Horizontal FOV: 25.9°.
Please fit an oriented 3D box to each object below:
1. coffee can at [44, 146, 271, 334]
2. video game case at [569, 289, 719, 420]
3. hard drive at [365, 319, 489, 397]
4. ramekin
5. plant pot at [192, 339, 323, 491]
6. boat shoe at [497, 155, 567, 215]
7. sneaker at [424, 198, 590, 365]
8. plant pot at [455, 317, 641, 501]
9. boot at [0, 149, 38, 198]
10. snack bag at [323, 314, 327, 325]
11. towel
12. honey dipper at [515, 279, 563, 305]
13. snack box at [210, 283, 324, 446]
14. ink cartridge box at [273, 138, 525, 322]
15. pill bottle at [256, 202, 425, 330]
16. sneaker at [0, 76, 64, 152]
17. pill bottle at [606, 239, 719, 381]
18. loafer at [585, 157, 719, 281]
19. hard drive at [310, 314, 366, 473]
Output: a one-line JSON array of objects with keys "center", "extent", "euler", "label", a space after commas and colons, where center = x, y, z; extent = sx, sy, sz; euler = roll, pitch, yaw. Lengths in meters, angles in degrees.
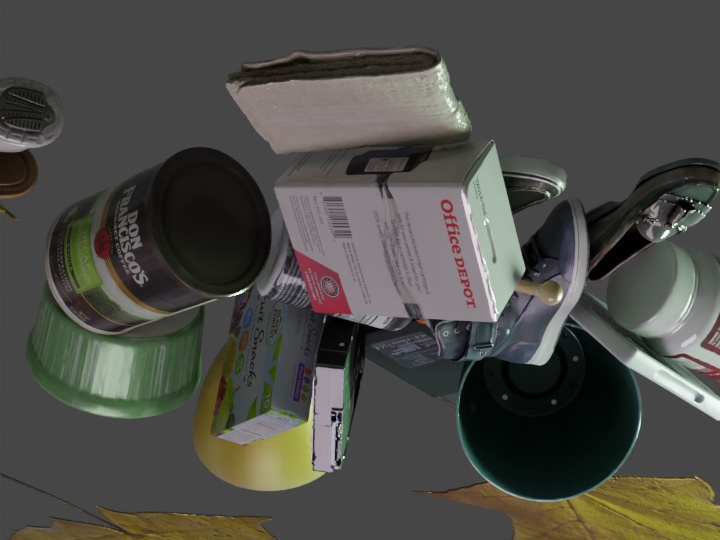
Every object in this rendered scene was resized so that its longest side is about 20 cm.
[{"center": [-0.205, -0.025, 1.570], "extent": [0.145, 0.148, 0.199], "euler": [25, 152, -35], "label": "coffee can"}, {"center": [0.273, 0.070, 1.638], "extent": [0.181, 0.023, 0.200], "euler": [30, -169, -40], "label": "video game case"}, {"center": [0.085, 0.093, 1.847], "extent": [0.138, 0.033, 0.199], "euler": [-16, 147, 34], "label": "hard drive"}, {"center": [-0.266, 0.062, 1.733], "extent": [0.197, 0.201, 0.099], "euler": [11, 122, -8], "label": "ramekin"}, {"center": [-0.112, 0.147, 1.929], "extent": [0.197, 0.201, 0.143], "euler": [5, 131, 6], "label": "plant pot"}, {"center": [0.107, -0.060, 1.495], "extent": [0.198, 0.065, 0.070], "euler": [-10, 151, 36], "label": "boat shoe"}, {"center": [0.138, 0.014, 1.544], "extent": [0.144, 0.077, 0.204], "euler": [3, 129, -16], "label": "sneaker"}, {"center": [0.200, 0.132, 1.738], "extent": [0.198, 0.203, 0.161], "euler": [8, -166, -1], "label": "plant pot"}, {"center": [-0.396, -0.089, 1.587], "extent": [0.197, 0.074, 0.155], "euler": [15, 158, 15], "label": "boot"}, {"center": [0.080, 0.080, 1.885], "extent": [0.198, 0.022, 0.188], "euler": [-13, 149, 39], "label": "snack bag"}, {"center": [-0.008, -0.147, 1.371], "extent": [0.197, 0.035, 0.133], "euler": [-1, 157, 18], "label": "towel"}, {"center": [0.110, 0.006, 1.501], "extent": [0.198, 0.038, 0.038], "euler": [16, 167, 40], "label": "honey dipper"}, {"center": [-0.095, 0.078, 1.705], "extent": [0.053, 0.203, 0.142], "euler": [21, 154, -27], "label": "snack box"}, {"center": [0.038, -0.038, 1.442], "extent": [0.198, 0.085, 0.146], "euler": [2, 124, 30], "label": "ink cartridge box"}, {"center": [0.000, 0.000, 1.616], "extent": [0.198, 0.108, 0.106], "euler": [15, 156, -18], "label": "pill bottle"}, {"center": [-0.379, -0.146, 1.442], "extent": [0.198, 0.079, 0.099], "euler": [18, 158, -21], "label": "sneaker"}, {"center": [0.352, 0.044, 1.594], "extent": [0.198, 0.116, 0.114], "euler": [23, 153, -32], "label": "pill bottle"}, {"center": [0.274, -0.043, 1.480], "extent": [0.071, 0.064, 0.200], "euler": [17, 155, -21], "label": "loafer"}, {"center": [-0.022, 0.102, 1.688], "extent": [0.037, 0.201, 0.141], "euler": [5, 123, 5], "label": "hard drive"}]
